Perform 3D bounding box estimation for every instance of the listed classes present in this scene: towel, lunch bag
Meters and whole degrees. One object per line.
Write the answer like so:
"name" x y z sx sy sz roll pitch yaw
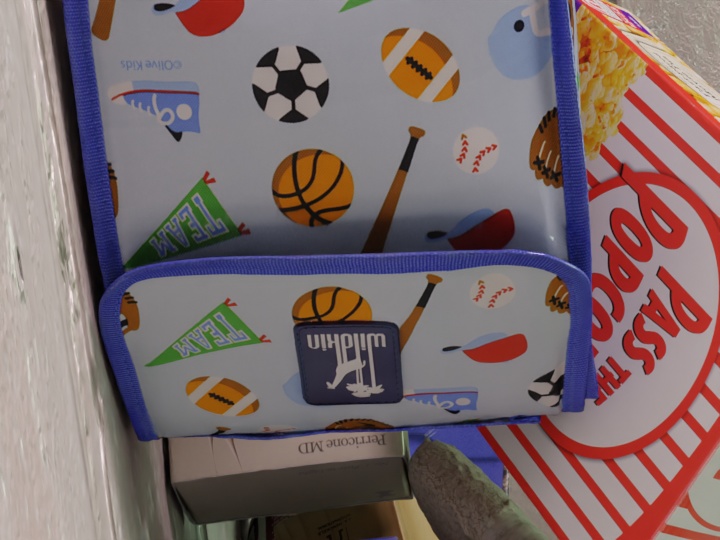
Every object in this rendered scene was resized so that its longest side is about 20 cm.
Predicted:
"towel" 0.087 0.163 0.809 0.132 0.034 0.201 42 -14 44
"lunch bag" -0.007 -0.038 0.650 0.124 0.168 0.202 -83 170 -71

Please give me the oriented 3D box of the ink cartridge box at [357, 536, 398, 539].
"ink cartridge box" 0.001 0.191 0.689 0.076 0.135 0.202 89 -5 -69

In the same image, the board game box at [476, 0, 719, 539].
"board game box" 0.098 0.006 0.717 0.152 0.046 0.200 -60 -141 19

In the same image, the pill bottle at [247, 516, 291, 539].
"pill bottle" -0.015 0.187 1.166 0.200 0.109 0.110 -96 180 -62

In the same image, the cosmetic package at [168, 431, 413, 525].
"cosmetic package" -0.037 0.002 0.849 0.073 0.103 0.202 81 1 -68

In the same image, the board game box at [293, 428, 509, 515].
"board game box" 0.001 0.056 1.133 0.200 0.158 0.098 -98 -171 -69

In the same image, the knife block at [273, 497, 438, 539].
"knife block" 0.024 0.191 0.857 0.200 0.064 0.177 48 22 -49
